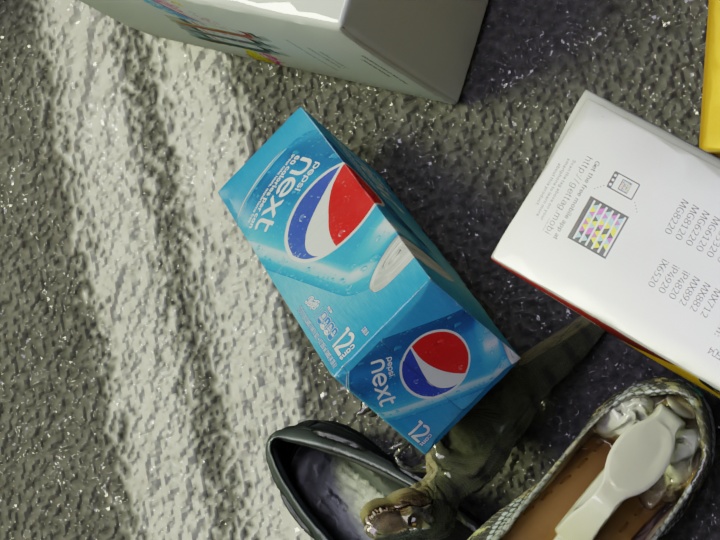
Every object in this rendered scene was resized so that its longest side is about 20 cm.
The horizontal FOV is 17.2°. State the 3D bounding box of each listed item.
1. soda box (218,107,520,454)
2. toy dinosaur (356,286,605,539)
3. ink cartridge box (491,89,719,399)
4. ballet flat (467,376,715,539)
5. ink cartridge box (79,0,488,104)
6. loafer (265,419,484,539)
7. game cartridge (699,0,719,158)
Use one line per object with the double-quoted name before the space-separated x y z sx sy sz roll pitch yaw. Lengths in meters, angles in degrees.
"soda box" 0.000 0.000 1.124 0.064 0.068 0.200 -46 31 6
"toy dinosaur" 0.054 0.054 1.131 0.088 0.048 0.200 30 64 30
"ink cartridge box" 0.177 0.020 1.014 0.175 0.200 0.084 31 92 28
"ballet flat" 0.091 0.123 1.069 0.072 0.072 0.200 33 72 27
"ink cartridge box" -0.044 -0.186 1.196 0.199 0.144 0.146 15 86 27
"loafer" 0.031 0.141 1.132 0.200 0.070 0.068 38 96 26
"game cartridge" 0.234 -0.153 1.079 0.176 0.032 0.202 0 86 44
